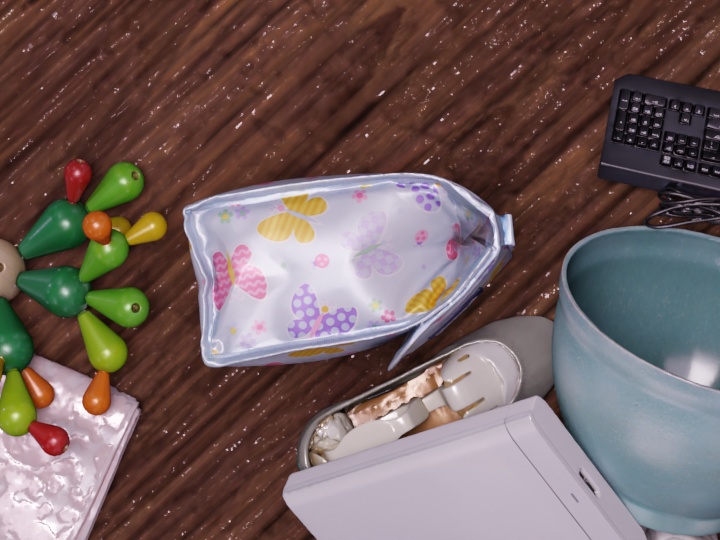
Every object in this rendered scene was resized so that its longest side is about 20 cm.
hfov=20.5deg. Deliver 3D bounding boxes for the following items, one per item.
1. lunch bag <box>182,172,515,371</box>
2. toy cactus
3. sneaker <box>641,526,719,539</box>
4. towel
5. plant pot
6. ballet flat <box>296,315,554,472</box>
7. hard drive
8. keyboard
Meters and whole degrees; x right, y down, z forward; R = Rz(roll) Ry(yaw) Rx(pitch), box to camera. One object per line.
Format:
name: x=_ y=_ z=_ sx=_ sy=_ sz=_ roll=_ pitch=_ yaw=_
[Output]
lunch bag: x=0.000 y=0.000 z=1.270 sx=0.198 sy=0.170 sz=0.129 roll=-10 pitch=89 yaw=3
toy cactus: x=-0.218 y=0.011 z=1.320 sx=0.164 sy=0.102 sz=0.202 roll=15 pitch=82 yaw=21
sneaker: x=0.244 y=0.245 z=1.307 sx=0.075 sy=0.081 sz=0.201 roll=-36 pitch=90 yaw=2
towel: x=-0.274 y=0.137 z=1.360 sx=0.198 sy=0.032 sz=0.193 roll=23 pitch=92 yaw=2
plant pot: x=0.206 y=0.080 z=1.263 sx=0.198 sy=0.201 sz=0.135 roll=16 pitch=118 yaw=3
ballet flat: x=0.049 y=0.092 z=1.322 sx=0.199 sy=0.064 sz=0.068 roll=-26 pitch=90 yaw=3
hard drive: x=0.064 y=0.156 z=1.268 sx=0.199 sy=0.027 sz=0.132 roll=-21 pitch=120 yaw=35
keyboard: x=0.258 y=-0.070 z=1.305 sx=0.198 sy=0.040 sz=0.105 roll=11 pitch=72 yaw=4
